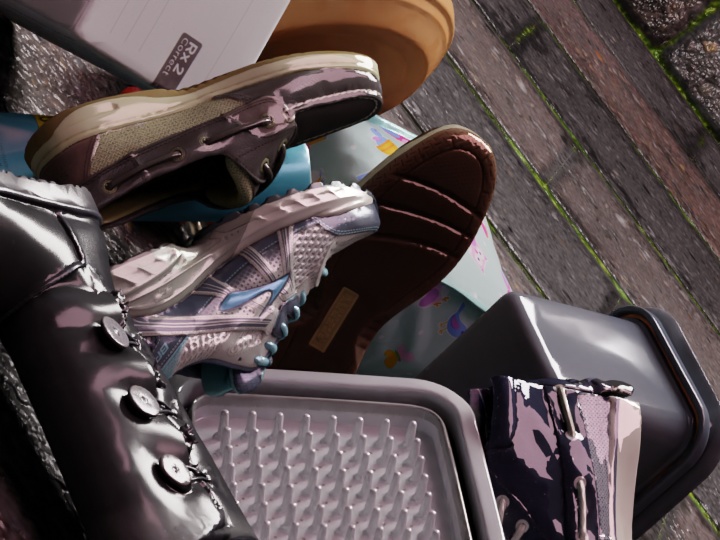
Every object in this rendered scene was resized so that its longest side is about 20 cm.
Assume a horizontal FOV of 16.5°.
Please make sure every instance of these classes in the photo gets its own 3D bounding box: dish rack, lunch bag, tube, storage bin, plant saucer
[{"bbox_3d":[-0.016,0.127,1.252,0.170,0.044,0.201,3,35,-10],"label":"dish rack"},{"bbox_3d":[0.029,0.002,1.595,0.200,0.122,0.171,28,29,-43],"label":"lunch bag"},{"bbox_3d":[-0.124,-0.053,1.328,0.199,0.051,0.078,0,43,-30],"label":"tube"},{"bbox_3d":[0.089,0.095,1.471,0.134,0.200,0.146,22,35,-43],"label":"storage bin"},{"bbox_3d":[-0.037,-0.133,1.565,0.200,0.199,0.038,27,48,-56],"label":"plant saucer"}]

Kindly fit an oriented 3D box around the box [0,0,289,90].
[{"bbox_3d":[-0.127,-0.217,1.363,0.199,0.200,0.130,29,-1,40],"label":"box"}]

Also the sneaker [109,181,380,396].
[{"bbox_3d":[-0.067,0.019,1.289,0.199,0.078,0.087,-25,91,-30],"label":"sneaker"}]

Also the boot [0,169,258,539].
[{"bbox_3d":[-0.143,0.054,1.128,0.164,0.066,0.201,-1,61,-51],"label":"boot"}]

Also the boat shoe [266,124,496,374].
[{"bbox_3d":[-0.005,-0.004,1.394,0.075,0.203,0.075,38,6,-21],"label":"boat shoe"}]

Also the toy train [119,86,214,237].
[{"bbox_3d":[-0.080,-0.028,1.461,0.201,0.084,0.116,-100,166,-46],"label":"toy train"}]

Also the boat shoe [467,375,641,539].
[{"bbox_3d":[0.094,0.150,1.318,0.092,0.075,0.201,12,66,-22],"label":"boat shoe"}]

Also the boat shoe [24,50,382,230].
[{"bbox_3d":[-0.073,-0.062,1.289,0.200,0.072,0.066,-14,70,-27],"label":"boat shoe"}]
